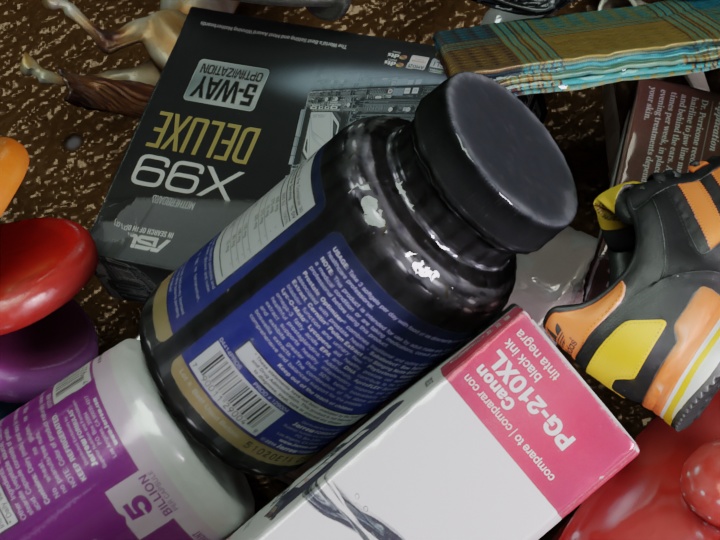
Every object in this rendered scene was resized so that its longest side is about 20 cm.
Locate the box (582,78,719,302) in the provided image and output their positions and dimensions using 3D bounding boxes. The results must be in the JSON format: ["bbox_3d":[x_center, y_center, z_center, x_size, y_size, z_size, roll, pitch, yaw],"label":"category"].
[{"bbox_3d":[0.214,-0.015,1.308,0.199,0.075,0.100,14,69,4],"label":"box"}]

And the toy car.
[{"bbox_3d":[-0.205,0.017,1.386,0.149,0.201,0.175,9,33,1],"label":"toy car"}]

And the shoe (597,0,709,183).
[{"bbox_3d":[0.153,-0.058,1.397,0.070,0.053,0.201,-21,53,16],"label":"shoe"}]

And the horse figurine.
[{"bbox_3d":[-0.110,-0.149,1.530,0.132,0.050,0.200,15,53,-2],"label":"horse figurine"}]

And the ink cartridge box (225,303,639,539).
[{"bbox_3d":[0.020,0.110,1.239,0.200,0.145,0.084,-40,89,1],"label":"ink cartridge box"}]

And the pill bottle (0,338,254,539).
[{"bbox_3d":[-0.160,0.130,1.337,0.200,0.112,0.112,-34,55,6],"label":"pill bottle"}]

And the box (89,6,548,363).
[{"bbox_3d":[-0.023,-0.046,1.413,0.199,0.050,0.158,11,63,23],"label":"box"}]

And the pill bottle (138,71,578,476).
[{"bbox_3d":[0.000,0.000,1.269,0.200,0.112,0.112,-38,50,29],"label":"pill bottle"}]

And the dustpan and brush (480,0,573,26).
[{"bbox_3d":[0.133,-0.172,1.448,0.199,0.057,0.140,-23,16,-18],"label":"dustpan and brush"}]

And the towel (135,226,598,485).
[{"bbox_3d":[0.000,0.025,1.410,0.200,0.032,0.191,26,70,29],"label":"towel"}]

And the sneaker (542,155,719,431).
[{"bbox_3d":[0.154,-0.028,1.225,0.090,0.070,0.200,29,63,7],"label":"sneaker"}]

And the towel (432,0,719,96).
[{"bbox_3d":[0.138,-0.110,1.331,0.199,0.022,0.147,-8,13,0],"label":"towel"}]

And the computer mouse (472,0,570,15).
[{"bbox_3d":[0.139,-0.163,1.376,0.199,0.034,0.059,-8,74,4],"label":"computer mouse"}]

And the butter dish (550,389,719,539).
[{"bbox_3d":[0.174,0.124,1.226,0.199,0.148,0.200,35,73,30],"label":"butter dish"}]

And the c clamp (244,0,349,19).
[{"bbox_3d":[-0.006,-0.179,1.476,0.170,0.027,0.200,22,36,28],"label":"c clamp"}]
